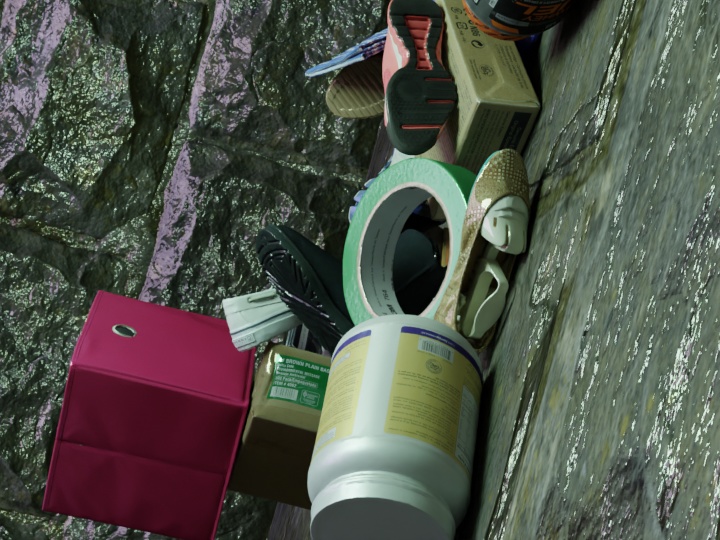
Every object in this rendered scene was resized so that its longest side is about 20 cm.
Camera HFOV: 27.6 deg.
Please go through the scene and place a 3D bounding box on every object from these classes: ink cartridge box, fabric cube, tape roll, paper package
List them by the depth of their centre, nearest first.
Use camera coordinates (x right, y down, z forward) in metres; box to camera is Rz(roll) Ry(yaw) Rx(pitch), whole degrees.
[{"bbox_3d":[0.060,-0.013,1.490,0.200,0.048,0.201,-14,72,49],"label":"tape roll"},{"bbox_3d":[0.113,-0.177,1.578,0.201,0.075,0.165,-103,23,-43],"label":"ink cartridge box"},{"bbox_3d":[-0.035,0.188,1.655,0.191,0.199,0.104,113,170,-52],"label":"paper package"},{"bbox_3d":[-0.238,0.166,1.685,0.196,0.198,0.201,-88,13,-66],"label":"fabric cube"}]

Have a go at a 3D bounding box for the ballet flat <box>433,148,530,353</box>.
[{"bbox_3d":[0.125,-0.011,1.363,0.065,0.070,0.201,37,117,56],"label":"ballet flat"}]

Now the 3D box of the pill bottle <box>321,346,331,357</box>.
[{"bbox_3d":[0.016,0.074,1.755,0.200,0.111,0.111,-57,-14,-67],"label":"pill bottle"}]

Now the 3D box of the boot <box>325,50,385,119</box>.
[{"bbox_3d":[0.065,-0.251,1.755,0.199,0.073,0.166,-26,8,24],"label":"boot"}]

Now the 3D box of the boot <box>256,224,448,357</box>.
[{"bbox_3d":[0.000,0.000,1.619,0.168,0.200,0.076,-37,-2,-32],"label":"boot"}]

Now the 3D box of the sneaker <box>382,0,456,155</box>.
[{"bbox_3d":[0.059,-0.194,1.548,0.087,0.073,0.201,103,171,-58],"label":"sneaker"}]

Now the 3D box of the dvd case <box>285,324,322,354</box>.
[{"bbox_3d":[-0.016,0.120,1.797,0.016,0.200,0.149,-34,22,22],"label":"dvd case"}]

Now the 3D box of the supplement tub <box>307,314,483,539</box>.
[{"bbox_3d":[0.031,0.156,1.305,0.146,0.145,0.201,111,173,-47],"label":"supplement tub"}]

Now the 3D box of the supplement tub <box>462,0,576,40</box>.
[{"bbox_3d":[0.164,-0.303,1.398,0.200,0.122,0.123,120,165,-74],"label":"supplement tub"}]

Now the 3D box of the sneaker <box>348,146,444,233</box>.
[{"bbox_3d":[0.075,-0.111,1.737,0.115,0.080,0.200,35,99,52],"label":"sneaker"}]

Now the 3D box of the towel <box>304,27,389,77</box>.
[{"bbox_3d":[0.043,-0.282,1.695,0.200,0.024,0.145,-32,11,-25],"label":"towel"}]

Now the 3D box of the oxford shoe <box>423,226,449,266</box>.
[{"bbox_3d":[0.070,0.021,1.730,0.200,0.073,0.071,-80,8,-49],"label":"oxford shoe"}]

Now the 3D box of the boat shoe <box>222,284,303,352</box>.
[{"bbox_3d":[-0.072,0.027,1.656,0.073,0.067,0.200,-19,5,42],"label":"boat shoe"}]

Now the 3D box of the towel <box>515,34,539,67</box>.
[{"bbox_3d":[0.163,-0.257,1.702,0.200,0.049,0.148,112,171,-55],"label":"towel"}]
